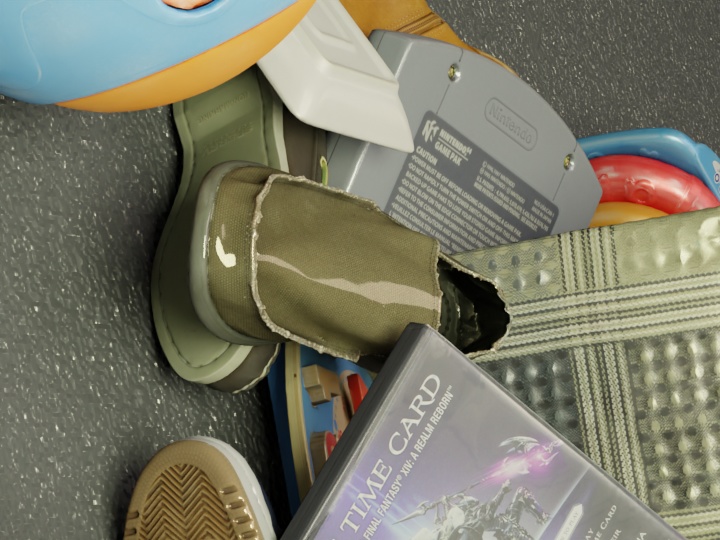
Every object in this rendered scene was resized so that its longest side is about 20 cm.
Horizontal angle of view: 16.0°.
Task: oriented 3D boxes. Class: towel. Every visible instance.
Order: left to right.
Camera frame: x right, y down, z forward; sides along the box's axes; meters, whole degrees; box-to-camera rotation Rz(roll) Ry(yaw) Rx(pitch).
[{"bbox_3d":[0.125,0.074,1.149,0.035,0.199,0.194,6,76,-80],"label":"towel"}]

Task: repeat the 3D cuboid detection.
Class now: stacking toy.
[{"bbox_3d":[0.140,0.024,1.434,0.116,0.109,0.201,55,42,-36],"label":"stacking toy"}]

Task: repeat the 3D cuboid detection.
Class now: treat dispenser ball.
[{"bbox_3d":[-0.097,-0.159,0.947,0.201,0.200,0.202,41,40,-47],"label":"treat dispenser ball"}]

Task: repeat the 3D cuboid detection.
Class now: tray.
[{"bbox_3d":[-0.047,-0.139,1.143,0.200,0.022,0.107,55,21,22],"label":"tray"}]

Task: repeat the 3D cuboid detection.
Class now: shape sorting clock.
[{"bbox_3d":[0.005,0.097,1.149,0.200,0.039,0.201,-14,90,-72],"label":"shape sorting clock"}]

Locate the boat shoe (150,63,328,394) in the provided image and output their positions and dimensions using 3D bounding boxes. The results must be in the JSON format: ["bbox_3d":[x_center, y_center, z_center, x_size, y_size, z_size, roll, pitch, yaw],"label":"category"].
[{"bbox_3d":[-0.045,-0.027,1.114,0.061,0.071,0.202,42,37,-40],"label":"boat shoe"}]

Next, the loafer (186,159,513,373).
[{"bbox_3d":[0.000,0.000,1.035,0.200,0.069,0.076,16,77,-59],"label":"loafer"}]

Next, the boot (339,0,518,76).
[{"bbox_3d":[0.020,-0.079,1.294,0.202,0.070,0.144,64,37,-22],"label":"boot"}]

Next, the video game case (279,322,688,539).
[{"bbox_3d":[0.056,0.135,1.012,0.200,0.019,0.143,39,72,-25],"label":"video game case"}]

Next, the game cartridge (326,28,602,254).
[{"bbox_3d":[0.046,-0.035,1.265,0.200,0.041,0.134,33,74,-51],"label":"game cartridge"}]

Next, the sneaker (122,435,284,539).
[{"bbox_3d":[-0.030,0.153,1.034,0.108,0.070,0.201,-27,106,-59],"label":"sneaker"}]
